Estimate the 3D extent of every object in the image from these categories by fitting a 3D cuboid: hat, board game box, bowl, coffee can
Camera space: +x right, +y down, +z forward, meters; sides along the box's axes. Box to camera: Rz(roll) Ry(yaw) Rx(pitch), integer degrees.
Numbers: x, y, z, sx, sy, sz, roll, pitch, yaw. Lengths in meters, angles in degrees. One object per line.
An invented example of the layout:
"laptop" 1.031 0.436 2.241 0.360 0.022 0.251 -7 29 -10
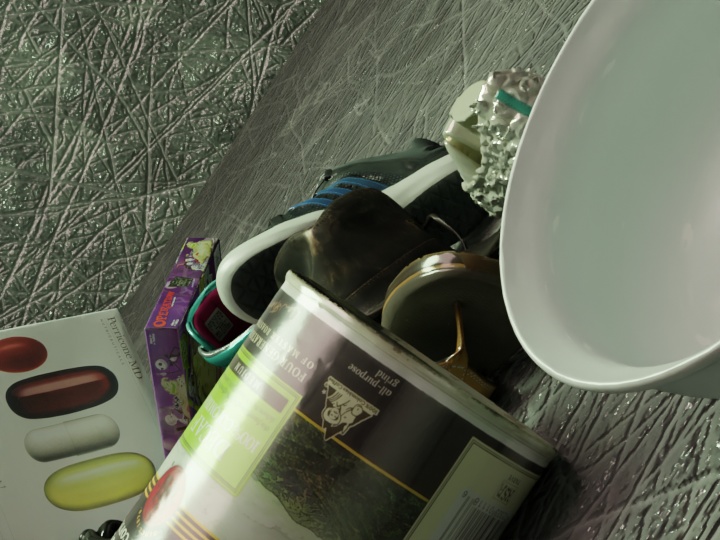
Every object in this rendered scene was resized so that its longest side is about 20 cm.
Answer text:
"hat" 0.000 0.000 1.052 0.200 0.081 0.201 -36 -3 -2
"board game box" -0.114 0.092 1.282 0.120 0.032 0.201 -80 -12 -59
"bowl" 0.143 -0.037 0.608 0.201 0.090 0.202 -42 34 37
"coffee can" -0.027 0.122 0.804 0.200 0.146 0.146 -56 11 0

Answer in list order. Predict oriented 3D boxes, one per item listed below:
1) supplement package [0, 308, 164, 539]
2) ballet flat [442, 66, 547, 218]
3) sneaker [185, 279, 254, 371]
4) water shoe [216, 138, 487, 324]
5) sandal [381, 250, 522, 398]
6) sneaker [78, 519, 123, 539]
"supplement package" -0.263 0.158 1.409 0.200 0.192 0.147 -12 -23 -41
"ballet flat" 0.081 -0.079 1.031 0.072 0.072 0.200 -58 -1 -9
"sneaker" -0.068 0.063 1.222 0.200 0.121 0.084 -45 16 48
"water shoe" -0.011 -0.025 1.161 0.200 0.072 0.079 -22 32 -24
"sandal" 0.032 0.057 0.934 0.200 0.081 0.055 -49 33 47
"sneaker" -0.183 0.237 1.306 0.200 0.071 0.098 -42 39 48
